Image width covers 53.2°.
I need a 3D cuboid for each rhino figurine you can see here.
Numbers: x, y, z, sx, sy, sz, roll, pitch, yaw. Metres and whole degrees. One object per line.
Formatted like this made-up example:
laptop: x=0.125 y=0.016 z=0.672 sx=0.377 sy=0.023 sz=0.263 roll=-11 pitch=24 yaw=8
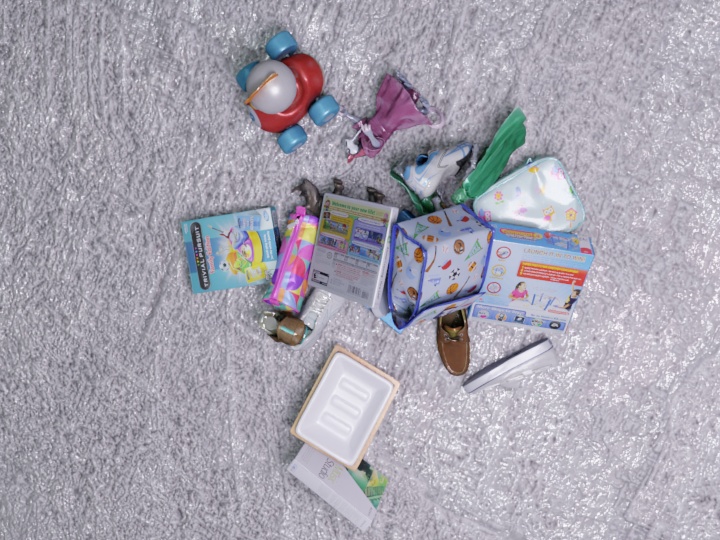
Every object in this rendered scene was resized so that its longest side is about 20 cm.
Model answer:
rhino figurine: x=-0.049 y=-0.135 z=1.449 sx=0.196 sy=0.060 sz=0.089 roll=15 pitch=108 yaw=10

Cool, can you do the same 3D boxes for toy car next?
toy car: x=-0.170 y=-0.334 z=1.359 sx=0.176 sy=0.200 sz=0.186 roll=-35 pitch=88 yaw=25

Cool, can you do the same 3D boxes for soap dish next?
soap dish: x=-0.030 y=0.278 z=1.469 sx=0.155 sy=0.081 sz=0.203 roll=29 pitch=87 yaw=3

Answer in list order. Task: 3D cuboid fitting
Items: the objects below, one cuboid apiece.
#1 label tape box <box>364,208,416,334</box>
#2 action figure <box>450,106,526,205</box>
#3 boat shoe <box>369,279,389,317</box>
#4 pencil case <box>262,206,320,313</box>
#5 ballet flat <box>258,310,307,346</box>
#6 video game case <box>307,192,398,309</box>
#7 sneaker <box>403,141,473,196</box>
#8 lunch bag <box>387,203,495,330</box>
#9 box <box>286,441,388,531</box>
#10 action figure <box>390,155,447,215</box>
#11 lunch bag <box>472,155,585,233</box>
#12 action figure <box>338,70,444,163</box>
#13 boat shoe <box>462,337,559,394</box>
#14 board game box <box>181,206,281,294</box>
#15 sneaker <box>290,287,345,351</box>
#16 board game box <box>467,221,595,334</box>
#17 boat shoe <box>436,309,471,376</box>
label tape box: x=0.086 y=0.001 z=1.444 sx=0.143 sy=0.063 sz=0.202 roll=37 pitch=102 yaw=3
action figure: x=0.237 y=-0.203 z=1.352 sx=0.054 sy=0.118 sz=0.201 roll=33 pitch=81 yaw=33
boat shoe: x=-0.001 y=0.000 z=1.389 sx=0.067 sy=0.073 sz=0.203 roll=-22 pitch=81 yaw=24
pencil case: x=-0.132 y=-0.020 z=1.440 sx=0.086 sy=0.088 sz=0.205 roll=14 pitch=81 yaw=6
ballet flat: x=-0.164 y=0.110 z=1.426 sx=0.071 sy=0.199 sz=0.069 roll=23 pitch=86 yaw=-18
video game case: x=-0.018 y=-0.042 z=1.350 sx=0.198 sy=0.022 sz=0.187 roll=17 pitch=98 yaw=47
sneaker: x=0.152 y=-0.205 z=1.353 sx=0.072 sy=0.199 sz=0.072 roll=43 pitch=135 yaw=9
lunch bag: x=0.142 y=0.007 z=1.299 sx=0.167 sy=0.124 sz=0.203 roll=-15 pitch=131 yaw=-28
box: x=-0.042 y=0.419 z=1.473 sx=0.199 sy=0.144 sz=0.037 roll=39 pitch=115 yaw=1
action figure: x=0.138 y=-0.133 z=1.401 sx=0.054 sy=0.119 sz=0.200 roll=-38 pitch=101 yaw=25
lunch bag: x=0.322 y=-0.123 z=1.387 sx=0.197 sy=0.077 sz=0.163 roll=-28 pitch=91 yaw=11
action figure: x=0.042 y=-0.285 z=1.417 sx=0.147 sy=0.135 sz=0.200 roll=24 pitch=119 yaw=-38
boat shoe: x=0.302 y=0.207 z=1.437 sx=0.197 sy=0.072 sz=0.067 roll=-28 pitch=88 yaw=2
board game box: x=-0.264 y=-0.042 z=1.499 sx=0.195 sy=0.047 sz=0.155 roll=-8 pitch=95 yaw=9
sneaker: x=-0.084 y=0.083 z=1.472 sx=0.070 sy=0.080 sz=0.203 roll=30 pitch=99 yaw=5
board game box: x=0.315 y=0.018 z=1.360 sx=0.195 sy=0.056 sz=0.199 roll=9 pitch=129 yaw=1
boat shoe: x=0.182 y=0.118 z=1.441 sx=0.070 sy=0.068 sz=0.205 roll=-8 pitch=96 yaw=9
